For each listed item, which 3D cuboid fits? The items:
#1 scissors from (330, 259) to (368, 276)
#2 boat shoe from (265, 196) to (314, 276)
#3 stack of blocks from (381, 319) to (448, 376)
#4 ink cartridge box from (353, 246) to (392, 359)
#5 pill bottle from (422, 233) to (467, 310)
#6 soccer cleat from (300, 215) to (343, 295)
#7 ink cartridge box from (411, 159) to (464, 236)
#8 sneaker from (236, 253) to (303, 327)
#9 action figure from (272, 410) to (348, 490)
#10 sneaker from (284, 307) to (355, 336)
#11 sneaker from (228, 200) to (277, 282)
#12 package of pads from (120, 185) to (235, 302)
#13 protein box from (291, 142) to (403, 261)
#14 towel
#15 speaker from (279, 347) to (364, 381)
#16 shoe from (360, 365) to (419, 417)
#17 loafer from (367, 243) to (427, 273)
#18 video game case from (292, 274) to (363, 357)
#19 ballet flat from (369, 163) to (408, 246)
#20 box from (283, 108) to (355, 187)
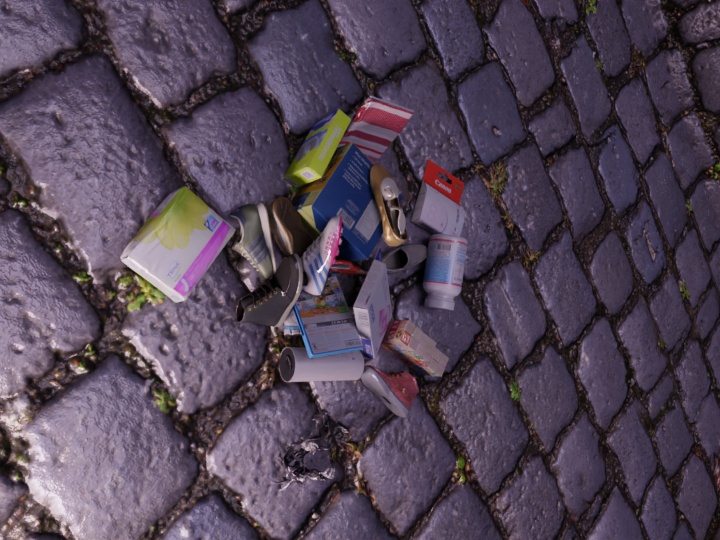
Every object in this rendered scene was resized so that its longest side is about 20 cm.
[{"bbox_3d":[0.000,0.000,1.504,0.199,0.073,0.014,4,57,-25],"label":"scissors"},{"bbox_3d":[-0.165,-0.078,1.405,0.074,0.066,0.201,-36,114,-36],"label":"boat shoe"},{"bbox_3d":[0.143,0.207,1.583,0.200,0.115,0.059,40,65,-28],"label":"stack of blocks"},{"bbox_3d":[0.042,0.080,1.473,0.197,0.043,0.201,80,28,-47],"label":"ink cartridge box"},{"bbox_3d":[0.231,0.006,1.663,0.108,0.108,0.201,12,84,-35],"label":"pill bottle"},{"bbox_3d":[-0.095,-0.034,1.351,0.086,0.070,0.201,13,114,-7],"label":"soccer cleat"},{"bbox_3d":[0.238,-0.199,1.726,0.162,0.057,0.201,26,76,-32],"label":"ink cartridge box"},{"bbox_3d":[-0.199,0.049,1.311,0.106,0.075,0.201,2,127,-33],"label":"sneaker"},{"bbox_3d":[-0.113,0.426,1.387,0.200,0.102,0.119,-52,127,-29],"label":"action figure"},{"bbox_3d":[-0.097,0.098,1.442,0.199,0.075,0.087,-10,87,-37],"label":"sneaker"},{"bbox_3d":[-0.245,-0.050,1.353,0.089,0.067,0.202,-12,102,-18],"label":"sneaker"},{"bbox_3d":[-0.378,-0.057,1.244,0.154,0.068,0.201,43,63,-27],"label":"package of pads"},{"bbox_3d":[-0.038,-0.160,1.462,0.198,0.135,0.201,42,64,-26],"label":"protein box"},{"bbox_3d":[0.027,-0.339,1.496,0.143,0.200,0.023,6,52,-36],"label":"towel"},{"bbox_3d":[-0.091,0.223,1.429,0.199,0.081,0.082,6,83,-36],"label":"speaker"},{"bbox_3d":[0.078,0.289,1.560,0.200,0.071,0.091,51,59,-28],"label":"shoe"},{"bbox_3d":[0.111,-0.029,1.603,0.199,0.070,0.070,-21,99,-36],"label":"loafer"},{"bbox_3d":[-0.087,0.101,1.397,0.142,0.018,0.201,-4,60,-36],"label":"video game case"},{"bbox_3d":[0.075,-0.158,1.423,0.068,0.063,0.201,-20,100,-37],"label":"ballet flat"},{"bbox_3d":[-0.097,-0.300,1.436,0.048,0.122,0.201,36,66,-26],"label":"box"}]
